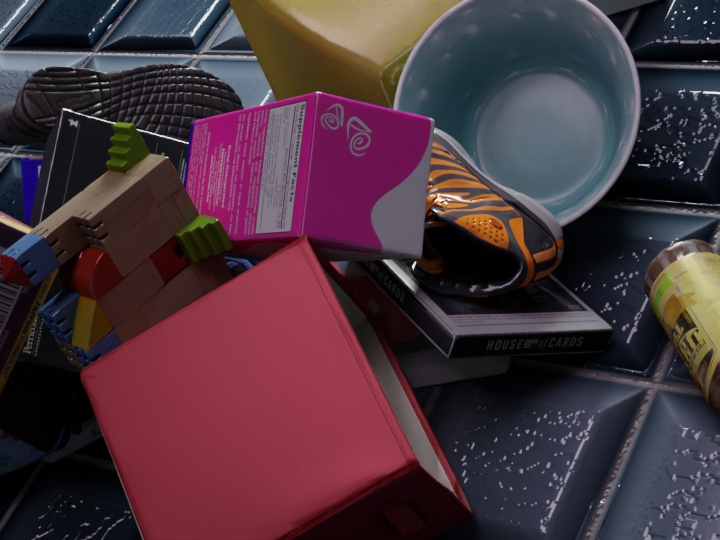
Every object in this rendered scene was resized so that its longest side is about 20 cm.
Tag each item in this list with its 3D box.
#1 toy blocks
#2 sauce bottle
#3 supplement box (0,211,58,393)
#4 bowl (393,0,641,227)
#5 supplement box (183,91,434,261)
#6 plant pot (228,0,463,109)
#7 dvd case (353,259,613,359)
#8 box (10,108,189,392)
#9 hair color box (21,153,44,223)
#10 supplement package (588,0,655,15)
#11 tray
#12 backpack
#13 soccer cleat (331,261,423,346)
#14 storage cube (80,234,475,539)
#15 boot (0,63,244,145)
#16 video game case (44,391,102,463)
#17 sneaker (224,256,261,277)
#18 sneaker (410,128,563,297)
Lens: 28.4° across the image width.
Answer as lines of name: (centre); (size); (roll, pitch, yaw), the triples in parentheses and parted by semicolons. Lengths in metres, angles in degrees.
toy blocks: (-0.165, 0.017, 1.018); (0.137, 0.201, 0.100); (-42, 31, -25)
sauce bottle: (0.254, 0.060, 0.961); (0.064, 0.065, 0.201); (-25, 39, 5)
supplement box: (-0.329, -0.002, 1.055); (0.199, 0.103, 0.132); (22, 87, 44)
bowl: (0.136, -0.118, 1.145); (0.199, 0.105, 0.203); (-3, 82, 21)
supplement box: (-0.044, -0.061, 1.036); (0.199, 0.100, 0.104); (1, 83, 58)
plant pot: (0.022, -0.217, 1.290); (0.195, 0.195, 0.200); (-36, 50, -8)
dvd case: (0.076, 0.003, 1.080); (0.149, 0.025, 0.200); (-1, 31, -33)
box: (-0.192, -0.007, 1.117); (0.079, 0.140, 0.202); (152, 130, -63)
hair color box: (-0.195, -0.082, 1.286); (0.109, 0.065, 0.199); (4, 9, 33)
supplement package: (0.190, -0.366, 1.332); (0.146, 0.192, 0.201); (-13, 44, 19)
tray: (0.024, 0.050, 1.138); (0.198, 0.022, 0.108); (-12, 45, 20)
backpack: (-0.341, 0.084, 1.201); (0.199, 0.147, 0.184); (-29, 41, 30)
soccer cleat: (0.000, 0.000, 1.149); (0.076, 0.067, 0.200); (-15, 30, -25)
storage cube: (-0.053, 0.117, 0.958); (0.179, 0.171, 0.201); (-30, 65, 4)
boot: (-0.209, -0.136, 1.229); (0.131, 0.198, 0.071); (168, 107, -65)
video game case: (-0.214, 0.058, 1.270); (0.181, 0.023, 0.201); (-27, 41, 2)
sneaker: (-0.131, 0.017, 1.205); (0.199, 0.075, 0.079); (9, 57, 41)
sneaker: (0.049, -0.048, 1.046); (0.199, 0.078, 0.112); (28, 26, 22)
